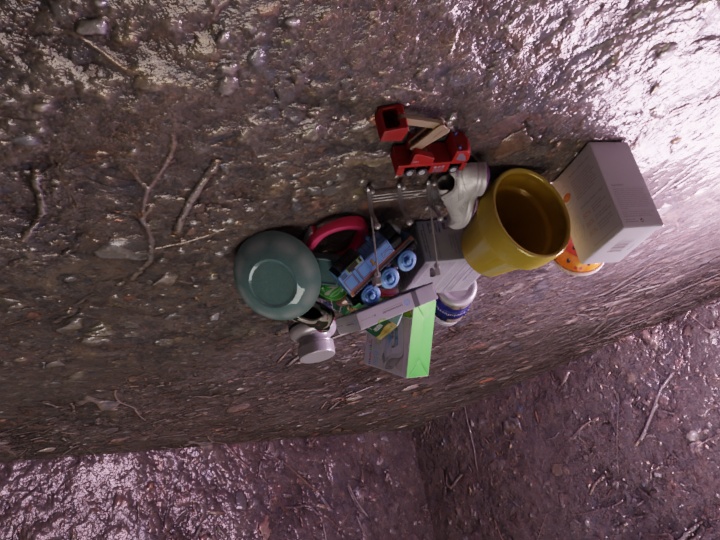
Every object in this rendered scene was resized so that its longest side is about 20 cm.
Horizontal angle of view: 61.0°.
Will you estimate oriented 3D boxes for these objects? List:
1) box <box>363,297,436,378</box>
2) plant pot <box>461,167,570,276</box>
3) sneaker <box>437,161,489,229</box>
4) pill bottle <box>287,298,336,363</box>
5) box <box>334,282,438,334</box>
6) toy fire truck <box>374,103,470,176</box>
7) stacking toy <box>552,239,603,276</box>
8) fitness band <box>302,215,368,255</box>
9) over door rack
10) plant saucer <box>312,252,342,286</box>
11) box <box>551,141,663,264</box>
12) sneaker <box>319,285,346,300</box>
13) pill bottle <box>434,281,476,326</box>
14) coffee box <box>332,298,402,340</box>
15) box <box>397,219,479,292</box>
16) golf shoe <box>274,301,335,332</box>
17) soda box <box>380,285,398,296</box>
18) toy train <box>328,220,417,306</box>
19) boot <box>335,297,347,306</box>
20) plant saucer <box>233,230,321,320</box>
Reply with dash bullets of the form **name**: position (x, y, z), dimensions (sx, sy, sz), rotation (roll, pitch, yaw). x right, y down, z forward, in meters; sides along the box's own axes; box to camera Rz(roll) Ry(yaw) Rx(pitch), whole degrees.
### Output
- **box**: position (0.106, 0.168, 1.659), dimensions (0.095, 0.208, 0.174), rotation (4, -176, -42)
- **plant pot**: position (0.315, -0.084, 1.312), dimensions (0.194, 0.207, 0.189), rotation (-2, 160, -24)
- **sneaker**: position (0.196, -0.158, 1.257), dimensions (0.096, 0.077, 0.202), rotation (5, 150, -5)
- **pill bottle**: position (-0.121, 0.112, 1.482), dimensions (0.115, 0.206, 0.120), rotation (-11, 158, -5)
- **box**: position (0.055, 0.085, 1.357), dimensions (0.195, 0.042, 0.155), rotation (-19, 178, -22)
- **toy fire truck**: position (0.112, -0.226, 1.066), dimensions (0.193, 0.050, 0.142), rotation (-7, 155, -16)
- **stacking toy**: position (0.555, -0.101, 1.531), dimensions (0.141, 0.149, 0.203), rotation (-12, 139, -2)
- **fitness band**: position (-0.058, -0.059, 1.353), dimensions (0.139, 0.039, 0.201), rotation (-4, 155, -22)
- **over door rack**: position (0.091, -0.072, 1.222), dimensions (0.143, 0.207, 0.067), rotation (-7, -168, -12)
- **plant saucer**: position (-0.137, -0.006, 1.319), dimensions (0.193, 0.072, 0.019), rotation (5, -162, 2)
- **box**: position (0.511, -0.141, 1.281), dimensions (0.103, 0.206, 0.153), rotation (-3, 155, -18)
- **sneaker**: position (-0.115, 0.028, 1.372), dimensions (0.194, 0.077, 0.083), rotation (7, -174, 22)
- **pill bottle**: position (0.257, 0.078, 1.727), dimensions (0.112, 0.119, 0.201), rotation (-11, 156, -6)
- **coffee box**: position (0.001, 0.092, 1.561), dimensions (0.197, 0.045, 0.123), rotation (35, 148, -7)
- **box**: position (0.198, -0.032, 1.467), dimensions (0.193, 0.108, 0.185), rotation (-4, 155, -20)
- **golf shoe**: position (-0.153, 0.079, 1.384), dimensions (0.193, 0.080, 0.088), rotation (14, 168, 10)
- **soda box**: position (0.111, 0.025, 1.585), dimensions (0.194, 0.072, 0.063), rotation (0, 159, -28)
- **toy train**: position (0.031, -0.017, 1.292), dimensions (0.199, 0.087, 0.115), rotation (-43, 116, -5)
- **boot**: position (0.000, 0.000, 1.410), dimensions (0.201, 0.070, 0.146), rotation (-50, 170, 2)
- **plant saucer**: position (-0.181, 0.021, 1.288), dimensions (0.196, 0.205, 0.039), rotation (-21, -162, 17)
